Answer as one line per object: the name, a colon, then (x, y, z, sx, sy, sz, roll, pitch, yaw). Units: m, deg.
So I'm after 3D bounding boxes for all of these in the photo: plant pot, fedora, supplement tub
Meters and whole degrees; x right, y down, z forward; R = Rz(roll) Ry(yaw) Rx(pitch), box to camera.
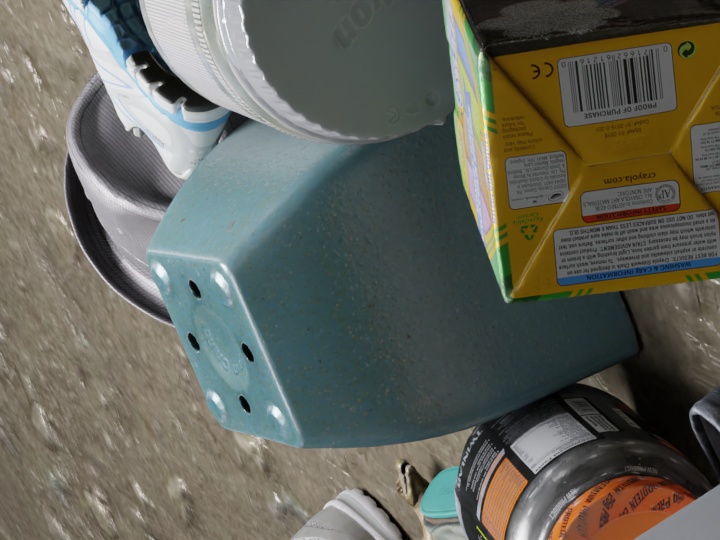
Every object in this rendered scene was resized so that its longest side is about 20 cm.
plant pot: (0.000, 0.000, 1.627, 0.196, 0.199, 0.197, 7, 123, 62)
fedora: (-0.108, -0.065, 1.788, 0.200, 0.177, 0.090, 51, -176, 25)
supplement tub: (0.126, 0.138, 1.557, 0.200, 0.122, 0.123, -131, 17, -76)

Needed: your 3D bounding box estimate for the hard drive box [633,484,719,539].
hard drive box: (0.240, 0.188, 1.401, 0.077, 0.155, 0.201, 5, 120, 64)

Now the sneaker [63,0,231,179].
sneaker: (-0.135, -0.129, 1.727, 0.087, 0.075, 0.200, 98, 152, -43)

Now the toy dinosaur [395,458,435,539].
toy dinosaur: (0.054, 0.227, 1.927, 0.101, 0.058, 0.201, 12, 101, 49)

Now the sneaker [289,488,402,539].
sneaker: (0.020, 0.238, 2.007, 0.200, 0.082, 0.075, 39, 149, 41)

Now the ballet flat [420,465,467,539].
ballet flat: (0.102, 0.147, 1.780, 0.064, 0.068, 0.200, 37, 162, -14)

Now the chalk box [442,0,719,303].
chalk box: (0.107, -0.083, 1.342, 0.200, 0.124, 0.125, -101, 3, -68)

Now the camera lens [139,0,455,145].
camera lens: (-0.023, -0.152, 1.517, 0.161, 0.159, 0.200, 68, 167, -16)

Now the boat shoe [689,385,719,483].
boat shoe: (0.228, 0.146, 1.487, 0.072, 0.068, 0.201, -1, 115, 64)
